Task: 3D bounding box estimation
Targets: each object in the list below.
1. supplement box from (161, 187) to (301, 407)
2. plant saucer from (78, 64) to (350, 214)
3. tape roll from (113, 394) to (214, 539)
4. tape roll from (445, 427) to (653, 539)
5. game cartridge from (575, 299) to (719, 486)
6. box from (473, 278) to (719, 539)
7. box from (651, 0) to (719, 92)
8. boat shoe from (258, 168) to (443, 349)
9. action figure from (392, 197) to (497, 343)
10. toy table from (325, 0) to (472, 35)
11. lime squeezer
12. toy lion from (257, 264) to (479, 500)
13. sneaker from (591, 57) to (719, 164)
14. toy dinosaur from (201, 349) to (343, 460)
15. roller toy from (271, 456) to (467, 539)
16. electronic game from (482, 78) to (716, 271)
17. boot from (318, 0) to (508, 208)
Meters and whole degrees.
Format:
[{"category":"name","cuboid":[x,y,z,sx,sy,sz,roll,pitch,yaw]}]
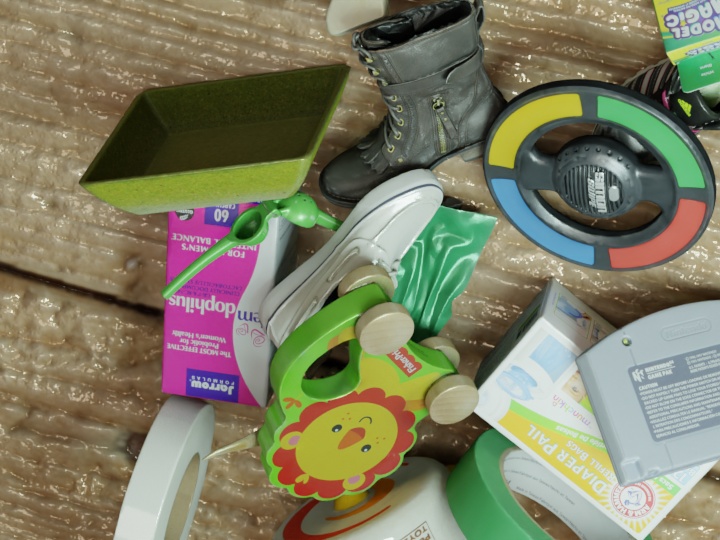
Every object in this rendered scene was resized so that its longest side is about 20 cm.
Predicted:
[{"category":"supplement box","cuboid":[-0.114,0.007,1.790,0.101,0.103,0.201,7,112,8]},{"category":"plant saucer","cuboid":[-0.114,-0.105,1.700,0.198,0.200,0.048,-6,117,14]},{"category":"tape roll","cuboid":[-0.180,0.212,1.823,0.037,0.203,0.204,15,112,6]},{"category":"tape roll","cuboid":[0.169,0.222,1.753,0.200,0.201,0.048,35,111,-2]},{"category":"game cartridge","cuboid":[0.282,0.096,1.699,0.199,0.041,0.134,-12,79,-24]},{"category":"box","cuboid":[0.207,0.122,1.763,0.200,0.101,0.113,37,112,-3]},{"category":"box","cuboid":[0.283,-0.251,1.599,0.117,0.048,0.201,-16,80,17]},{"category":"boat shoe","cuboid":[0.000,0.000,1.702,0.200,0.072,0.066,-40,54,6]},{"category":"action figure","cuboid":[0.041,0.029,1.790,0.117,0.055,0.201,16,108,4]},{"category":"toy table","cuboid":[0.046,-0.275,1.625,0.199,0.184,0.118,-19,89,30]},{"category":"lime squeezer","cuboid":[-0.077,-0.032,1.699,0.199,0.038,0.071,-16,148,-19]},{"category":"toy lion","cuboid":[-0.011,0.111,1.703,0.191,0.069,0.200,-35,137,7]},{"category":"sneaker","cuboid":[0.265,-0.139,1.665,0.200,0.087,0.074,-38,98,21]},{"category":"toy dinosaur","cuboid":[-0.055,0.124,1.765,0.058,0.200,0.102,28,108,20]},{"category":"roller toy","cuboid":[0.019,0.255,1.806,0.199,0.183,0.140,-22,103,18]},{"category":"electronic game","cuboid":[0.198,-0.077,1.678,0.199,0.042,0.201,14,136,14]},{"category":"boot","cuboid":[0.030,-0.145,1.675,0.199,0.070,0.174,-24,143,9]}]
